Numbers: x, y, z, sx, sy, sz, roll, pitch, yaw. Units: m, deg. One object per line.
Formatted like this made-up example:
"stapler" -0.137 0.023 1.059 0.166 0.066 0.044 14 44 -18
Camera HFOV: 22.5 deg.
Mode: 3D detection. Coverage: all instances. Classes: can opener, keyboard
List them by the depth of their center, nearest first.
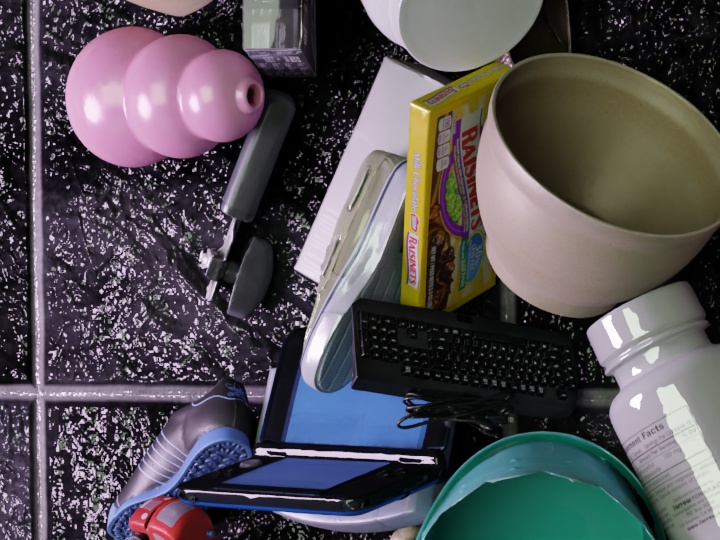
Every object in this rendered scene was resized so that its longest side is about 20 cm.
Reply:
"keyboard" 0.089 0.077 1.413 0.040 0.198 0.105 133 140 -56
"can opener" -0.094 -0.060 1.606 0.066 0.053 0.202 16 101 -7

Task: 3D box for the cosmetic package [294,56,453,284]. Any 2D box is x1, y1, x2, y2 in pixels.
"cosmetic package" 0.038 -0.066 1.507 0.106 0.090 0.201 31 101 24

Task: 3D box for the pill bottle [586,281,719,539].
"pill bottle" 0.254 0.117 1.370 0.114 0.114 0.201 -32 75 25

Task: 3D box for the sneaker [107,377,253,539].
"sneaker" -0.160 0.174 1.629 0.200 0.070 0.078 -40 36 35

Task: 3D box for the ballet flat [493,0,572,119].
"ballet flat" 0.144 -0.211 1.461 0.067 0.046 0.202 2 88 -7

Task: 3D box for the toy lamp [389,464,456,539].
"toy lamp" 0.026 0.251 1.527 0.058 0.058 0.201 31 105 25

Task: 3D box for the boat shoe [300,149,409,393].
"boat shoe" 0.000 0.000 1.452 0.062 0.072 0.201 30 96 38

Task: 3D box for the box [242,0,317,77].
"box" -0.065 -0.249 1.499 0.049 0.200 0.159 0 89 2

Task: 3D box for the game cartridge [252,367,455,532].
"game cartridge" -0.012 0.152 1.524 0.199 0.040 0.135 -1 75 39

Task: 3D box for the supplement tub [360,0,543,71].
"supplement tub" 0.053 -0.264 1.430 0.145 0.144 0.201 -47 42 20

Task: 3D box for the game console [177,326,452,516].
"game console" -0.032 0.118 1.458 0.199 0.170 0.120 -3 97 39

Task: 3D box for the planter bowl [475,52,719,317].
"planter bowl" 0.172 -0.050 1.388 0.200 0.199 0.135 43 135 22

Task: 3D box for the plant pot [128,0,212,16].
"plant pot" -0.162 -0.303 1.576 0.199 0.201 0.135 -27 112 26

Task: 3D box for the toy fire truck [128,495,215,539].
"toy fire truck" -0.116 0.295 1.573 0.140 0.049 0.202 2 118 43

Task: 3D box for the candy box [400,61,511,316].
"candy box" 0.075 -0.057 1.430 0.026 0.102 0.202 26 130 33

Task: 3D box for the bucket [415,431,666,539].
"bucket" 0.137 0.229 1.386 0.205 0.135 0.209 1 102 4

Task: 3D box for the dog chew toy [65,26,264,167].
"dog chew toy" -0.165 -0.153 1.584 0.199 0.124 0.126 4 91 39
